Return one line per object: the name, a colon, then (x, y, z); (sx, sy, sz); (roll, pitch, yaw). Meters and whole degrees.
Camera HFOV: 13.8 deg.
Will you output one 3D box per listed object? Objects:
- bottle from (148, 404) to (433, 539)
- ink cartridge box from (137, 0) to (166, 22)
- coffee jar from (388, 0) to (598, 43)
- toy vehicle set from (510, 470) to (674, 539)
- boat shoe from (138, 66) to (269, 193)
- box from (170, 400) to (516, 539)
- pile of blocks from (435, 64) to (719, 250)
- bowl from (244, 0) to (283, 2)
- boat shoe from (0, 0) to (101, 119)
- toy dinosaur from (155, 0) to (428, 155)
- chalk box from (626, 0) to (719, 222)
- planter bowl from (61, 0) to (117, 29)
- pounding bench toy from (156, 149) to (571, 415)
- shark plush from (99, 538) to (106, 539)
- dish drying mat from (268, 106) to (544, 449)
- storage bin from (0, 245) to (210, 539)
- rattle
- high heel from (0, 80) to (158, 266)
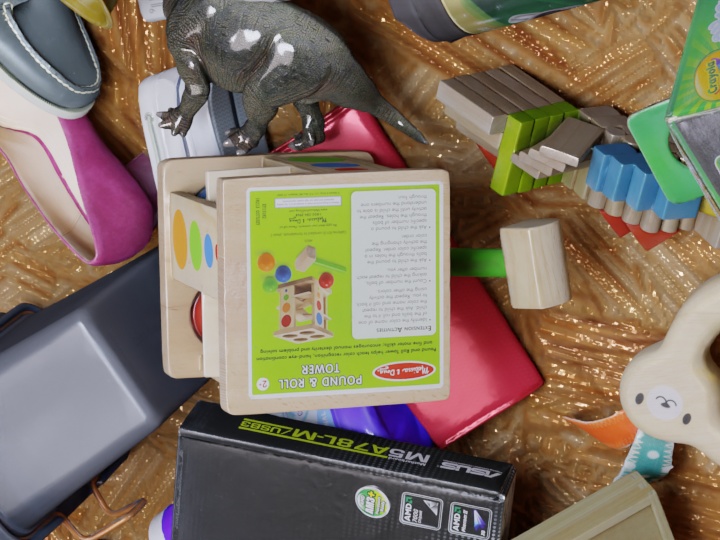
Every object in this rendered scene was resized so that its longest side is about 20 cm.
bottle: (-0.046, 0.123, 1.785); (0.200, 0.065, 0.084); (-34, 61, 34)
ink cartridge box: (-0.069, -0.250, 1.658); (0.173, 0.044, 0.200); (-7, 107, 29)
coffee jar: (0.110, -0.181, 1.559); (0.200, 0.104, 0.085); (-14, 98, 30)
toy vehicle set: (0.094, 0.211, 1.681); (0.027, 0.200, 0.124); (47, 162, 54)
boat shoe: (-0.081, -0.026, 1.751); (0.067, 0.074, 0.200); (-4, 98, 37)
box: (-0.016, 0.187, 1.724); (0.193, 0.048, 0.200); (10, 116, 9)
pile of blocks: (0.131, -0.046, 1.619); (0.200, 0.082, 0.062); (22, 120, 17)
bowl: (-0.023, -0.208, 1.544); (0.201, 0.201, 0.094); (-26, 132, 33)
boat shoe: (-0.205, -0.183, 1.739); (0.062, 0.073, 0.200); (-31, 90, 37)
toy dinosaur: (-0.055, -0.117, 1.642); (0.200, 0.077, 0.102); (31, 136, 10)
chalk box: (0.237, -0.084, 1.507); (0.200, 0.124, 0.124); (-12, 128, 30)
planter bowl: (-0.176, -0.231, 1.623); (0.083, 0.200, 0.200); (-44, 87, -7)
pounding bench toy: (0.000, 0.000, 1.646); (0.200, 0.156, 0.124); (-3, 98, -17)
shark plush: (-0.156, 0.270, 1.913); (0.083, 0.091, 0.200); (15, 116, -14)
dish drying mat: (0.022, 0.001, 1.723); (0.077, 0.018, 0.200); (-32, 93, 12)
storage bin: (-0.158, 0.074, 1.759); (0.134, 0.200, 0.146); (-32, 94, 24)
rattle: (0.185, 0.087, 1.620); (0.200, 0.143, 0.130); (-19, 120, 26)
high heel: (-0.202, -0.077, 1.767); (0.200, 0.096, 0.067); (42, 123, 5)
